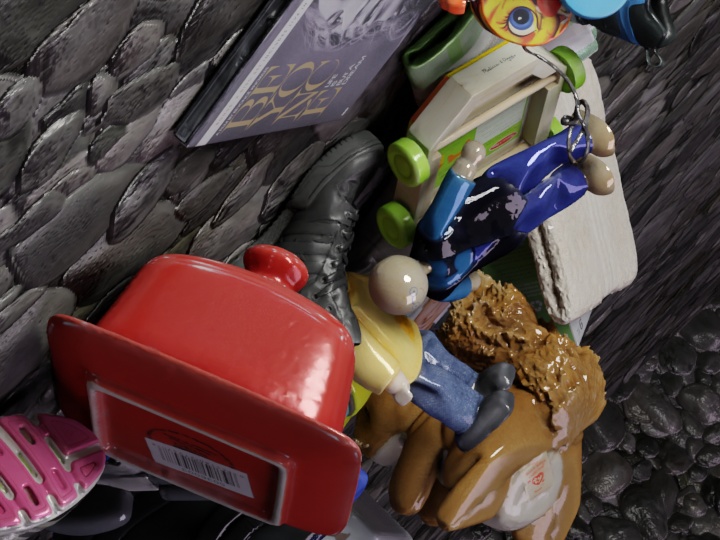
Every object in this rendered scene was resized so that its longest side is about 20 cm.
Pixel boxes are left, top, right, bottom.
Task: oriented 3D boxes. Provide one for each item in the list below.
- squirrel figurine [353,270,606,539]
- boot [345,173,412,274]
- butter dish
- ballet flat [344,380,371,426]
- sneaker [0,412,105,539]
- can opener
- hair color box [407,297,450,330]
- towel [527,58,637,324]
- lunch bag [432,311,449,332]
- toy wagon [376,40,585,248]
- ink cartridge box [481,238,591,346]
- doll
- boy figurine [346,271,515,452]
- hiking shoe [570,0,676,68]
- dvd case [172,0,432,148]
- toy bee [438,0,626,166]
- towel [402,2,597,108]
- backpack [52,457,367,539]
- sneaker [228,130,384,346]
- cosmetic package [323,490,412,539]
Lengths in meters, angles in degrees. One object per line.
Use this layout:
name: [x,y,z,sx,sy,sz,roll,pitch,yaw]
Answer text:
squirrel figurine: [0.085,0.104,1.650,0.141,0.187,0.200,22,99,-46]
boot: [0.000,0.000,1.575,0.131,0.068,0.200,-31,159,-32]
butter dish: [-0.076,0.052,1.302,0.200,0.200,0.148,102,11,-66]
ballet flat: [-0.020,0.080,1.590,0.067,0.067,0.200,-42,174,-19]
sneaker: [-0.241,0.156,1.263,0.200,0.074,0.088,-33,162,-28]
can opener: [-0.122,0.143,1.412,0.199,0.067,0.053,-5,152,11]
hair color box: [0.025,0.029,1.737,0.200,0.061,0.099,-51,166,16]
towel: [0.157,-0.068,1.633,0.034,0.200,0.132,-7,-169,34]
lunch bag: [0.128,0.008,1.966,0.160,0.077,0.200,-47,167,-2]
toy wagon: [0.077,-0.073,1.469,0.155,0.040,0.200,-31,154,-27]
ink cartridge box: [0.144,0.003,1.698,0.059,0.200,0.104,-12,-158,23]
doll: [0.083,-0.036,1.429,0.200,0.048,0.137,-34,145,-22]
boy figurine: [0.018,0.040,1.507,0.064,0.200,0.124,-42,-162,27]
hiking shoe: [0.202,-0.239,1.381,0.074,0.087,0.200,-29,145,-58]
dvd case: [-0.014,-0.136,1.214,0.149,0.016,0.200,-51,166,22]
toy bee: [0.108,-0.177,1.282,0.131,0.108,0.201,150,-52,-73]
towel: [0.101,-0.151,1.461,0.149,0.031,0.200,-46,161,-4]
backpack: [-0.109,0.177,1.543,0.200,0.162,0.168,-47,170,0]
sneaker: [-0.028,0.012,1.419,0.200,0.104,0.060,-48,166,7]
cosmetic package: [-0.080,0.226,1.769,0.167,0.166,0.200,-46,168,0]
